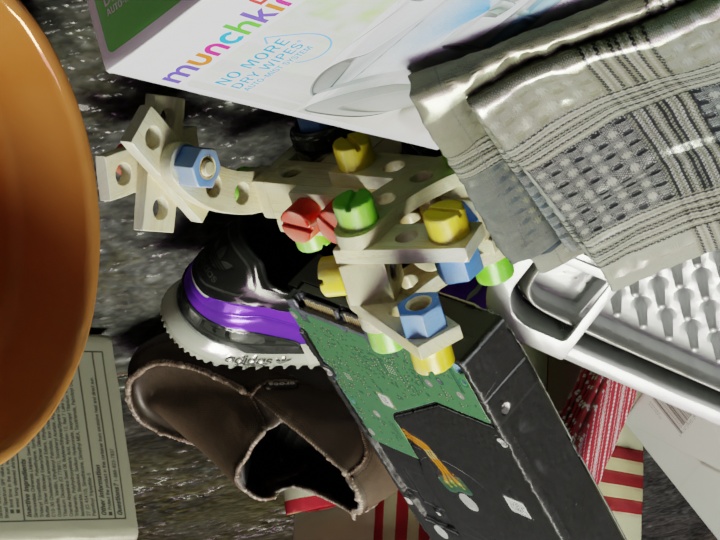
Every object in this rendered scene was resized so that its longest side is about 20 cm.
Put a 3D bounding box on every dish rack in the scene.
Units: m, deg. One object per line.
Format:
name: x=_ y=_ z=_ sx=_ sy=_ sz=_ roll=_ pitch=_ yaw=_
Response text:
dish rack: x=0.175 y=-0.009 z=0.902 sx=0.200 sy=0.044 sz=0.172 roll=24 pitch=126 yaw=-17

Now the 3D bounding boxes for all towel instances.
towel: x=0.135 y=-0.055 z=0.765 sx=0.200 sy=0.035 sz=0.193 roll=-18 pitch=155 yaw=14
towel: x=0.137 y=0.070 z=1.114 sx=0.022 sy=0.200 sz=0.145 roll=18 pitch=145 yaw=15

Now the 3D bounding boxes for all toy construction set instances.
toy construction set: x=-0.015 y=-0.027 z=0.879 sx=0.200 sy=0.131 sz=0.092 roll=20 pitch=135 yaw=28

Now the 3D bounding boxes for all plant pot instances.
plant pot: x=-0.214 y=-0.017 z=0.757 sx=0.140 sy=0.201 sz=0.200 roll=-4 pitch=163 yaw=27

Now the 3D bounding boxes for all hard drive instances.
hard drive: x=0.053 y=0.085 z=0.985 sx=0.140 sy=0.038 sz=0.200 roll=18 pitch=148 yaw=48

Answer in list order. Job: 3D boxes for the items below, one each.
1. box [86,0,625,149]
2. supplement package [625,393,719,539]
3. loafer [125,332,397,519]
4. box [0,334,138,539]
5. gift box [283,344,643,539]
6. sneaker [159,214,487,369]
box: x=0.029 y=-0.139 z=0.687 sx=0.200 sy=0.097 sz=0.176 roll=-29 pitch=155 yaw=37
supplement package: x=0.292 y=0.069 z=1.168 sx=0.200 sy=0.151 sz=0.152 roll=-32 pitch=164 yaw=-19
loafer: x=-0.059 y=0.086 z=1.114 sx=0.200 sy=0.071 sz=0.073 roll=10 pitch=131 yaw=31
box: x=-0.243 y=0.111 z=1.118 sx=0.200 sy=0.128 sz=0.109 roll=3 pitch=155 yaw=-31
gift box: x=0.057 y=0.112 z=1.219 sx=0.184 sy=0.200 sz=0.187 roll=-10 pitch=166 yaw=34
sneaker: x=0.000 y=0.000 z=1.054 sx=0.200 sy=0.070 sz=0.100 roll=-4 pitch=143 yaw=-34
